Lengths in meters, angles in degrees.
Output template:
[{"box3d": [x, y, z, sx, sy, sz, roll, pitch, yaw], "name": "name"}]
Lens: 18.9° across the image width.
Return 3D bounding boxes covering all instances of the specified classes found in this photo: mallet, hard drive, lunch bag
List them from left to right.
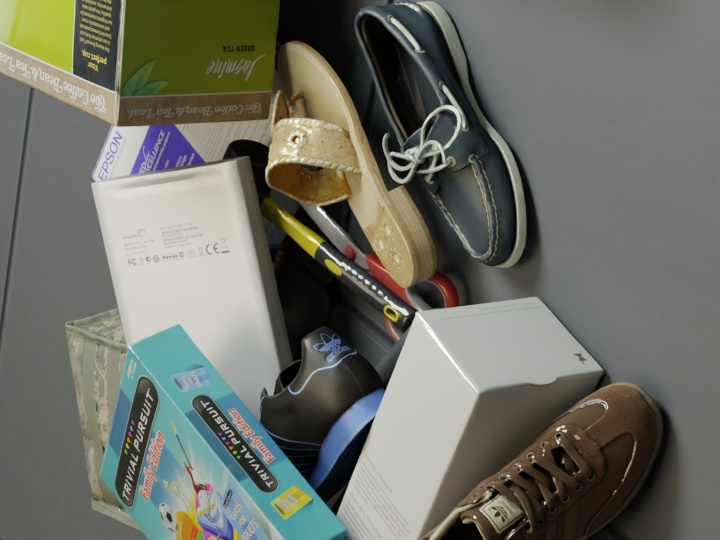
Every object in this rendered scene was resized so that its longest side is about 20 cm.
[{"box3d": [-0.135, 0.123, 1.691, 0.200, 0.117, 0.165, 15, 116, 52], "name": "lunch bag"}, {"box3d": [-0.118, 0.025, 1.569, 0.131, 0.026, 0.201, -7, 100, 31], "name": "hard drive"}, {"box3d": [-0.036, -0.011, 1.540, 0.200, 0.041, 0.066, 45, 128, 25], "name": "mallet"}]

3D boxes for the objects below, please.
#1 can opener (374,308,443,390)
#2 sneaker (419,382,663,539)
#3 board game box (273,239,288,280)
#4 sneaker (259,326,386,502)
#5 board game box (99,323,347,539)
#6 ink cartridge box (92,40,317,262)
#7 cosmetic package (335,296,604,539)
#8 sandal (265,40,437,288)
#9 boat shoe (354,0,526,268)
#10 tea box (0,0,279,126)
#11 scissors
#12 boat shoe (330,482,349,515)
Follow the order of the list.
[{"box3d": [0.015, 0.094, 1.509, 0.053, 0.067, 0.200, 55, 150, 11], "name": "can opener"}, {"box3d": [0.105, 0.149, 1.330, 0.200, 0.075, 0.070, -46, 75, 14], "name": "sneaker"}, {"box3d": [-0.126, -0.037, 1.740, 0.200, 0.019, 0.103, 49, 134, 38], "name": "board game box"}, {"box3d": [-0.040, 0.114, 1.497, 0.078, 0.070, 0.200, 53, 139, 14], "name": "sneaker"}, {"box3d": [-0.101, 0.161, 1.504, 0.200, 0.047, 0.151, 48, 142, 26], "name": "board game box"}, {"box3d": [-0.115, -0.097, 1.667, 0.200, 0.043, 0.199, 47, 124, 35], "name": "ink cartridge box"}, {"box3d": [0.067, 0.123, 1.416, 0.085, 0.107, 0.201, 50, 132, 39], "name": "cosmetic package"}, {"box3d": [-0.030, -0.070, 1.485, 0.212, 0.069, 0.078, 57, 154, 24], "name": "sandal"}, {"box3d": [0.052, -0.092, 1.439, 0.075, 0.062, 0.201, -35, 68, 49], "name": "boat shoe"}, {"box3d": [-0.163, -0.220, 1.548, 0.200, 0.133, 0.198, 27, 115, 50], "name": "tea box"}, {"box3d": [0.000, 0.000, 1.537, 0.200, 0.014, 0.073, 34, 132, 34], "name": "scissors"}, {"box3d": [-0.006, 0.196, 1.566, 0.200, 0.066, 0.070, -51, 55, 45], "name": "boat shoe"}]
